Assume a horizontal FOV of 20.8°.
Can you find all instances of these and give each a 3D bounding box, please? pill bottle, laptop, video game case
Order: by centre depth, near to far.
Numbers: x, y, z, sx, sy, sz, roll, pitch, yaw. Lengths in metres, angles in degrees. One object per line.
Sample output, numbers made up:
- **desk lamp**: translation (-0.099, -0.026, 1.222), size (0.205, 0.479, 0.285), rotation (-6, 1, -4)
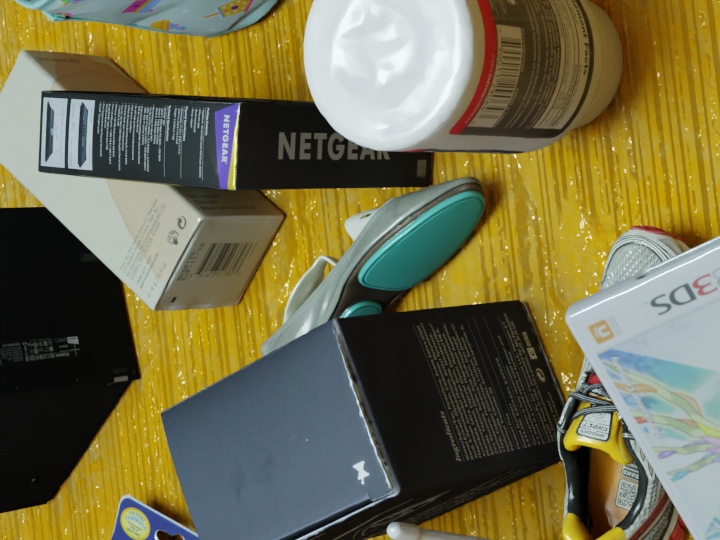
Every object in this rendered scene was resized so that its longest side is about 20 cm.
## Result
- **video game case**: translation (0.234, 0.070, 1.046), size (0.182, 0.022, 0.201), rotation (-26, 102, 27)
- **pill bottle**: translation (0.067, -0.121, 1.105), size (0.110, 0.200, 0.111), rotation (2, 93, 35)
- **laptop**: translation (-0.260, 0.067, 1.358), size (0.115, 0.187, 0.201), rotation (-15, 84, 35)

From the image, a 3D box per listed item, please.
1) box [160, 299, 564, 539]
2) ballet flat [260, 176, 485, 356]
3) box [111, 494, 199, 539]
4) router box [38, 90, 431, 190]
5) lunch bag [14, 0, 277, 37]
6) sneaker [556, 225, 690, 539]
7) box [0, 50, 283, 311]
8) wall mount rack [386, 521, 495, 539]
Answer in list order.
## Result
- **box**: translation (0.008, 0.096, 1.159), size (0.148, 0.200, 0.105), rotation (-28, 75, 33)
- **ballet flat**: translation (0.000, 0.000, 1.245), size (0.200, 0.067, 0.064), rotation (-52, 54, 25)
- **box**: translation (-0.139, 0.268, 1.377), size (0.121, 0.032, 0.201), rotation (24, 108, 32)
- **router box**: translation (-0.073, -0.080, 1.209), size (0.157, 0.200, 0.053), rotation (6, 96, 36)
- **lunch bag**: translation (-0.116, -0.238, 1.251), size (0.200, 0.170, 0.122), rotation (-53, 58, 27)
- **sneaker**: translation (0.158, 0.075, 1.123), size (0.078, 0.082, 0.201), rotation (7, 96, 35)
- **box**: translation (-0.158, -0.063, 1.338), size (0.200, 0.095, 0.078), rotation (41, 114, 26)
- **wall mount rack**: translation (0.043, 0.206, 1.176), size (0.200, 0.075, 0.174), rotation (-27, 110, 39)
